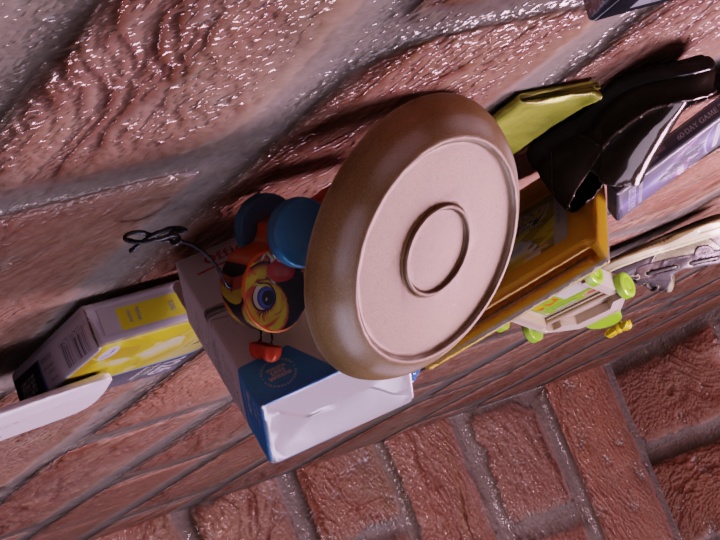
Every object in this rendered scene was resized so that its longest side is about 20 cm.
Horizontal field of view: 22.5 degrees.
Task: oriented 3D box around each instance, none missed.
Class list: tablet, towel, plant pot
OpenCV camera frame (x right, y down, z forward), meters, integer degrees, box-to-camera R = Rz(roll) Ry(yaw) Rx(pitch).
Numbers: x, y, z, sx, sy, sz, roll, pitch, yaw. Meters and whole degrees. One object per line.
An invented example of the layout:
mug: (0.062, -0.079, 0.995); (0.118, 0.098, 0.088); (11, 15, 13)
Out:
tablet: (-0.301, 0.129, 1.452); (0.199, 0.014, 0.130); (-18, 172, -21)
towel: (0.091, -0.088, 1.358); (0.086, 0.018, 0.200); (-16, 168, -38)
plant pot: (0.043, -0.017, 1.196); (0.027, 0.201, 0.199); (25, -155, 38)

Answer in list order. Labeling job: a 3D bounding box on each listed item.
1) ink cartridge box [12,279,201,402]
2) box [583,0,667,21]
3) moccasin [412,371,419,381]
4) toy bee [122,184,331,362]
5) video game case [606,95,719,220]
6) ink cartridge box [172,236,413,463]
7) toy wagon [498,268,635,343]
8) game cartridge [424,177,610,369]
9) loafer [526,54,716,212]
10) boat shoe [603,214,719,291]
ink cartridge box: (-0.164, 0.050, 1.482); (0.199, 0.047, 0.198); (-14, 167, -31)
box: (0.172, -0.190, 0.686); (0.199, 0.115, 0.132); (-17, 171, -21)
moccasin: (0.021, 0.055, 1.598); (0.068, 0.081, 0.200); (-14, -150, 39)
toy bee: (-0.056, 0.001, 1.236); (0.199, 0.110, 0.131); (-12, -167, -8)
video game case: (0.287, -0.116, 1.496); (0.199, 0.019, 0.143); (-36, 170, 3)
ink cartridge box: (-0.058, 0.030, 1.312); (0.115, 0.200, 0.067); (-24, 138, -13)
toy wagon: (0.255, 0.040, 2.189); (0.155, 0.040, 0.199); (-28, 150, 34)
game cartridge: (0.124, -0.015, 1.499); (0.176, 0.032, 0.200); (-32, -161, 18)
loafer: (0.207, -0.101, 1.378); (0.073, 0.072, 0.200); (-16, 169, -32)
boat shoe: (0.369, -0.005, 2.227); (0.200, 0.066, 0.072); (-24, 179, 13)
